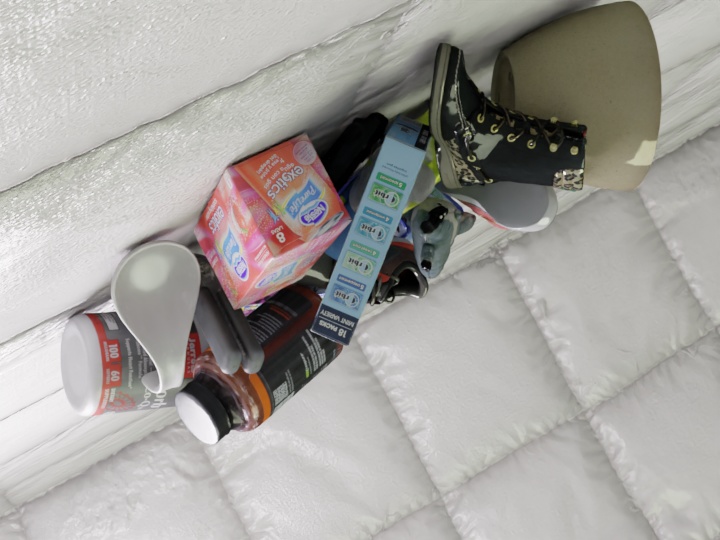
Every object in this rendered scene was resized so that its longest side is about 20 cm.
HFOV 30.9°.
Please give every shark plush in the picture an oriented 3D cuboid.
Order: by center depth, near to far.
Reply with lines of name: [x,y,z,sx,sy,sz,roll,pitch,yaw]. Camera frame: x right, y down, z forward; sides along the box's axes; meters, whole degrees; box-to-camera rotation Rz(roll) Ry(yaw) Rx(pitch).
shark plush: [0.089,-0.035,1.451,0.089,0.085,0.200,15,178,-6]

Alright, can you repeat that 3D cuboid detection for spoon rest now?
spoon rest: [-0.212,0.054,1.384,0.098,0.061,0.202,-18,132,-23]

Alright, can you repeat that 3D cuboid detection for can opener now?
can opener: [-0.164,0.052,1.430,0.053,0.201,0.068,2,127,-31]

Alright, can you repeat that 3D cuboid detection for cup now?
cup: [0.219,-0.186,1.395,0.141,0.204,0.200,-2,169,-9]

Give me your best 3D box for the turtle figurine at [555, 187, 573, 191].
turtle figurine: [0.188,-0.137,1.580,0.100,0.151,0.199,-31,-168,-22]

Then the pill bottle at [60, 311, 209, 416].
pill bottle: [-0.241,0.103,1.523,0.197,0.118,0.116,-4,161,-32]

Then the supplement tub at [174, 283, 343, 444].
supplement tub: [-0.117,0.109,1.480,0.199,0.107,0.107,-39,180,-33]

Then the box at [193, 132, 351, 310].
box: [-0.094,-0.045,1.330,0.094,0.104,0.200,-27,174,-22]

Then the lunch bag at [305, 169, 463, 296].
lunch bag: [0.006,-0.045,1.693,0.200,0.125,0.169,-45,165,31]

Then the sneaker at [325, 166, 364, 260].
sneaker: [0.013,-0.074,1.500,0.066,0.078,0.201,-47,-176,45]

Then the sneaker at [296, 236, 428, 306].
sneaker: [0.000,0.000,1.515,0.197,0.082,0.078,0,129,-32]

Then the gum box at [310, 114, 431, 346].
gum box: [0.014,-0.045,1.295,0.170,0.044,0.203,-68,179,-75]

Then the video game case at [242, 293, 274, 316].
video game case: [-0.224,0.066,1.677,0.197,0.036,0.181,-7,163,-29]

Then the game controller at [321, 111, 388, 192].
game controller: [-0.029,-0.096,1.389,0.105,0.042,0.200,-65,-171,-25]

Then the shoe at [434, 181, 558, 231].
shoe: [0.171,-0.081,1.459,0.090,0.199,0.072,24,93,-37]

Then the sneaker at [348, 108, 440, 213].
sneaker: [0.052,-0.116,1.457,0.199,0.076,0.105,-41,-175,-24]

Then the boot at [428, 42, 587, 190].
boot: [0.147,-0.146,1.278,0.151,0.074,0.204,5,151,12]
